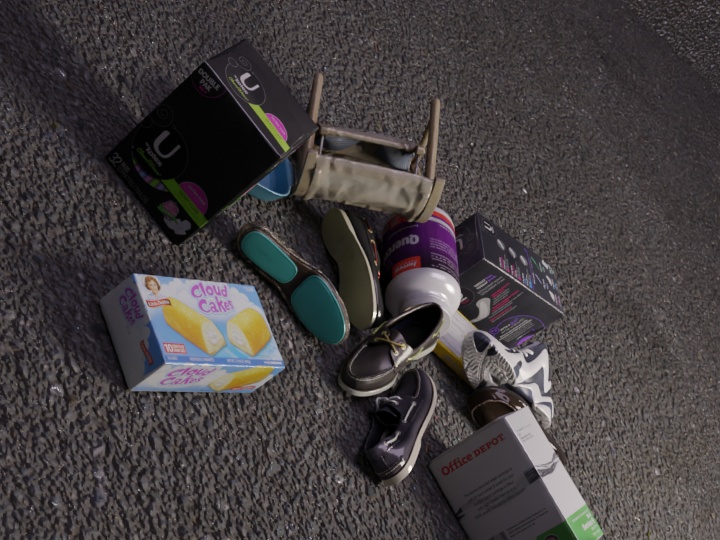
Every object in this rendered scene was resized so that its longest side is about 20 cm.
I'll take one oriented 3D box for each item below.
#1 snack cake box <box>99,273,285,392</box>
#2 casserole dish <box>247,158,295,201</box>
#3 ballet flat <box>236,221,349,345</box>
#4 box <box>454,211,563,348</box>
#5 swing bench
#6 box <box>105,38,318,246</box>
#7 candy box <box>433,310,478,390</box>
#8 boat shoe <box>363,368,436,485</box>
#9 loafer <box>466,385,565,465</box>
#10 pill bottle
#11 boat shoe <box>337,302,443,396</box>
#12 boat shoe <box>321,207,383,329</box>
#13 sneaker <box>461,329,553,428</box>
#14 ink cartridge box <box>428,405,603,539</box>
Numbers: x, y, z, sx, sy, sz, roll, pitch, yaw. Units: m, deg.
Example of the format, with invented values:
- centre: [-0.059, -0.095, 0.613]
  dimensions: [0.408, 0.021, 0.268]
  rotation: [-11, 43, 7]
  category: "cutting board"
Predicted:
- centre: [-0.189, 0.074, 1.462]
  dimensions: [0.199, 0.067, 0.116]
  rotation: [7, 54, -52]
  category: "snack cake box"
- centre: [-0.173, -0.164, 1.759]
  dimensions: [0.199, 0.039, 0.122]
  rotation: [29, 38, -36]
  category: "casserole dish"
- centre: [-0.083, 0.009, 1.692]
  dimensions: [0.200, 0.068, 0.075]
  rotation: [47, 15, -8]
  category: "ballet flat"
- centre: [0.212, 0.018, 2.036]
  dimensions: [0.199, 0.122, 0.107]
  rotation: [33, 36, -33]
  category: "box"
- centre: [0.008, -0.161, 1.856]
  dimensions: [0.197, 0.130, 0.201]
  rotation: [12, 43, -10]
  category: "swing bench"
- centre: [-0.182, -0.158, 1.576]
  dimensions: [0.149, 0.199, 0.124]
  rotation: [51, 30, -5]
  category: "box"
- centre: [0.174, 0.133, 1.959]
  dimensions: [0.200, 0.026, 0.103]
  rotation: [43, 32, -19]
  category: "candy box"
- centre: [0.049, 0.189, 1.680]
  dimensions: [0.063, 0.072, 0.201]
  rotation: [45, 35, -20]
  category: "boat shoe"
- centre: [0.233, 0.247, 1.879]
  dimensions: [0.200, 0.073, 0.072]
  rotation: [42, 31, -19]
  category: "loafer"
- centre: [0.089, 0.003, 1.887]
  dimensions: [0.112, 0.112, 0.201]
  rotation: [34, 35, -30]
  category: "pill bottle"
- centre: [0.042, 0.101, 1.726]
  dimensions: [0.071, 0.061, 0.201]
  rotation: [37, 40, 18]
  category: "boat shoe"
- centre: [0.002, -0.002, 1.805]
  dimensions: [0.063, 0.074, 0.203]
  rotation: [15, 43, -36]
  category: "boat shoe"
- centre: [0.226, 0.136, 1.928]
  dimensions: [0.199, 0.079, 0.130]
  rotation: [43, 35, -19]
  category: "sneaker"
- centre: [0.206, 0.304, 1.709]
  dimensions: [0.084, 0.146, 0.201]
  rotation: [-12, 69, -57]
  category: "ink cartridge box"
